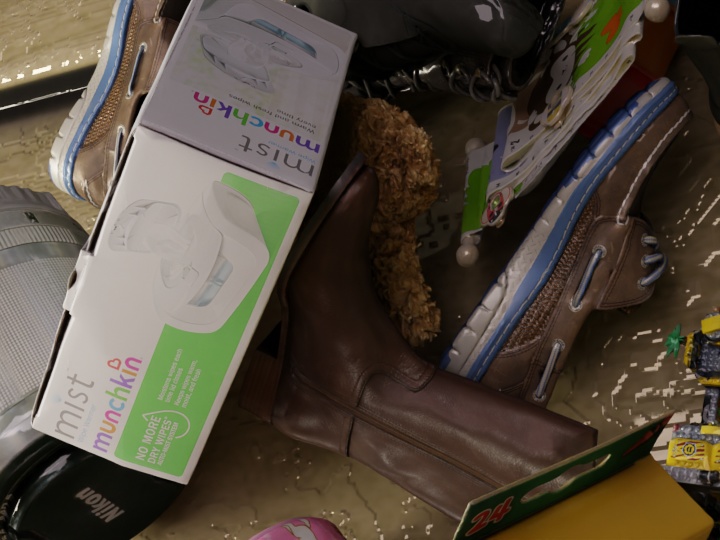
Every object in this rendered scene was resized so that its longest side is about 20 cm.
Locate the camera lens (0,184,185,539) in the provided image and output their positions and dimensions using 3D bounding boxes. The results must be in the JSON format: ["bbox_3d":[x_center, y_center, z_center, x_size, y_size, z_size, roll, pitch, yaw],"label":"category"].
[{"bbox_3d":[-0.200,0.067,1.039,0.160,0.160,0.200,-42,57,8],"label":"camera lens"}]

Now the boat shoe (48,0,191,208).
[{"bbox_3d":[-0.130,-0.131,1.141,0.072,0.072,0.201,26,95,29],"label":"boat shoe"}]

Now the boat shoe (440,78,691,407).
[{"bbox_3d":[0.127,-0.009,0.940,0.072,0.072,0.201,35,106,3],"label":"boat shoe"}]

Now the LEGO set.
[{"bbox_3d":[0.224,0.081,0.830,0.199,0.116,0.155,13,77,31],"label":"LEGO set"}]

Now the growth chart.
[{"bbox_3d":[0.114,-0.108,0.961,0.200,0.018,0.145,-53,16,27],"label":"growth chart"}]

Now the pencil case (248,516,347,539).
[{"bbox_3d":[0.002,0.226,0.916,0.087,0.083,0.200,-53,56,15],"label":"pencil case"}]

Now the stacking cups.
[{"bbox_3d":[0.174,-0.170,0.992,0.060,0.060,0.201,26,85,33],"label":"stacking cups"}]

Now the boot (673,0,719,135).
[{"bbox_3d":[0.226,-0.174,0.918,0.077,0.138,0.201,6,73,30],"label":"boot"}]

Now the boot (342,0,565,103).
[{"bbox_3d":[0.029,-0.121,1.021,0.174,0.069,0.201,18,78,48],"label":"boot"}]

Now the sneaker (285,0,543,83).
[{"bbox_3d":[0.025,-0.141,0.960,0.091,0.076,0.200,-59,37,0],"label":"sneaker"}]

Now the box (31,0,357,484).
[{"bbox_3d":[-0.089,-0.025,0.914,0.177,0.096,0.201,-80,13,-57],"label":"box"}]

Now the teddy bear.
[{"bbox_3d":[0.000,0.000,0.989,0.145,0.066,0.202,6,92,64],"label":"teddy bear"}]

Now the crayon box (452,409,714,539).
[{"bbox_3d":[0.084,0.163,0.795,0.126,0.201,0.051,-20,53,-32],"label":"crayon box"}]

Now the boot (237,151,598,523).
[{"bbox_3d":[0.049,0.051,0.889,0.199,0.187,0.064,28,42,8],"label":"boot"}]
